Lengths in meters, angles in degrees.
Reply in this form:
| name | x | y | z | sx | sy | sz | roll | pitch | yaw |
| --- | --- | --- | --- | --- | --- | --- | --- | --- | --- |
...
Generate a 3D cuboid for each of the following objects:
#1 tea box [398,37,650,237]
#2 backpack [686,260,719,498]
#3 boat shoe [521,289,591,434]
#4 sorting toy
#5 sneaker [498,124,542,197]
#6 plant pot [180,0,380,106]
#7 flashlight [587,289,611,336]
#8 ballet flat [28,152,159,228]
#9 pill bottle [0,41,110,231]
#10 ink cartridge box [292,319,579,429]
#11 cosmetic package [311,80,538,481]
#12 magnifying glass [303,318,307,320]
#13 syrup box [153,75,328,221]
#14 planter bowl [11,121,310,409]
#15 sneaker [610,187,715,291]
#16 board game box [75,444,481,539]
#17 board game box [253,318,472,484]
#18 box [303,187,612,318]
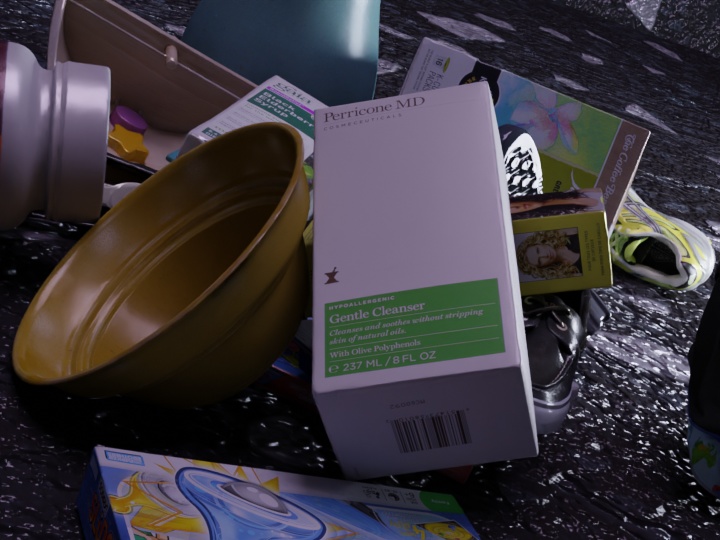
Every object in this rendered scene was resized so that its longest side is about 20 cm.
| name | x | y | z | sx | sy | sz | roll | pitch | yaw |
| --- | --- | --- | --- | --- | --- | --- | --- | --- | --- |
| tea box | 0.119 | -0.087 | 1.194 | 0.195 | 0.135 | 0.200 | 22 | 2 | 3 |
| backpack | 0.323 | 0.097 | 0.972 | 0.198 | 0.148 | 0.183 | 19 | 18 | 6 |
| boat shoe | 0.106 | 0.038 | 0.870 | 0.068 | 0.057 | 0.200 | 24 | 19 | 5 |
| sorting toy | -0.171 | -0.105 | 1.086 | 0.199 | 0.107 | 0.181 | 29 | 32 | -21 |
| sneaker | 0.077 | -0.018 | 0.977 | 0.078 | 0.201 | 0.066 | 30 | 51 | 32 |
| plant pot | -0.067 | -0.198 | 1.286 | 0.198 | 0.189 | 0.200 | 19 | 19 | -7 |
| flashlight | 0.101 | -0.023 | 1.067 | 0.201 | 0.068 | 0.068 | 52 | 6 | 7 |
| ballet flat | -0.200 | -0.064 | 0.959 | 0.198 | 0.069 | 0.068 | 11 | 1 | -25 |
| pill bottle | -0.253 | -0.083 | 0.852 | 0.198 | 0.115 | 0.114 | 4 | 23 | -13 |
| ink cartridge box | 0.038 | 0.066 | 0.867 | 0.199 | 0.040 | 0.099 | 2 | 28 | -47 |
| cosmetic package | 0.031 | 0.002 | 0.762 | 0.106 | 0.085 | 0.201 | -10 | 49 | 7 |
| magnifying glass | -0.079 | -0.012 | 0.970 | 0.079 | 0.023 | 0.200 | 16 | 20 | -17 |
| syrup box | -0.067 | -0.064 | 0.960 | 0.078 | 0.082 | 0.200 | 31 | 23 | 2 |
| planter bowl | -0.090 | 0.015 | 0.791 | 0.084 | 0.200 | 0.201 | 51 | 6 | -26 |
| sneaker | 0.248 | -0.045 | 1.380 | 0.199 | 0.076 | 0.076 | 25 | 19 | 15 |
| board game box | -0.023 | 0.144 | 0.660 | 0.198 | 0.035 | 0.136 | 12 | 22 | -26 |
| board game box | -0.011 | 0.066 | 0.901 | 0.198 | 0.020 | 0.103 | 25 | 19 | 9 |
| box | 0.053 | -0.011 | 0.876 | 0.198 | 0.051 | 0.075 | -7 | 13 | 8 |
